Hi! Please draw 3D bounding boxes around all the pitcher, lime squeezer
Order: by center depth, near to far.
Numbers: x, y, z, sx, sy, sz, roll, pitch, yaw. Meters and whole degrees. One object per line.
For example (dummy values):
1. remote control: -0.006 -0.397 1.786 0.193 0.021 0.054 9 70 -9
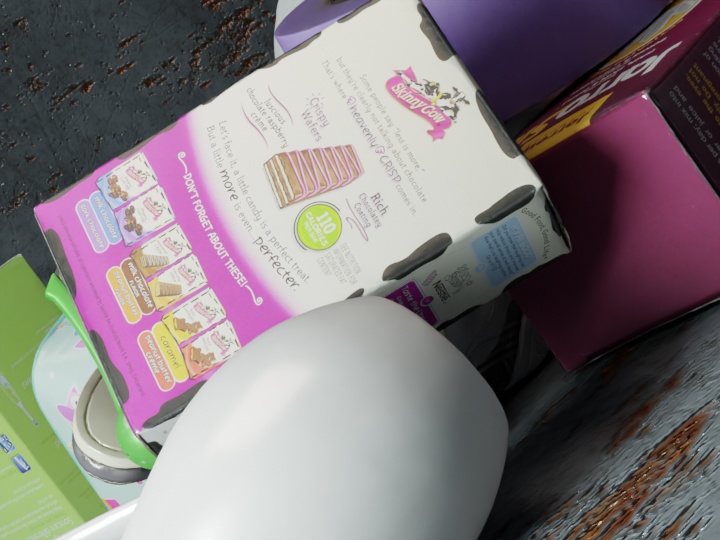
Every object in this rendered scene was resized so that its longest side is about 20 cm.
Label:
1. pitcher: -0.051 0.101 0.789 0.200 0.121 0.171 -45 34 -16
2. lime squeezer: -0.065 0.065 0.910 0.038 0.199 0.071 79 -148 -56

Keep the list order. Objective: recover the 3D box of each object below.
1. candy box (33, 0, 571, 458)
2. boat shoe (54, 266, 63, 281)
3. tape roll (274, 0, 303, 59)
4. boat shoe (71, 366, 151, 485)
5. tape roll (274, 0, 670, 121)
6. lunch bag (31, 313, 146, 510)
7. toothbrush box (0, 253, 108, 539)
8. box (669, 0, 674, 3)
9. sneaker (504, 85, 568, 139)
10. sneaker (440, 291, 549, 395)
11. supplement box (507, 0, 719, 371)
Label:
1. candy box: -0.027 -0.018 0.877 0.199 0.137 0.061 -31 -34 2
2. boat shoe: -0.082 0.012 0.984 0.200 0.072 0.066 23 94 43
3. tape roll: 0.021 -0.127 1.323 0.066 0.202 0.200 -16 -5 -31
4. boat shoe: -0.091 0.072 1.015 0.063 0.072 0.200 -70 -11 24
5. tape roll: 0.060 -0.140 1.054 0.199 0.085 0.200 -30 14 8
6. lunch bag: -0.089 0.049 1.163 0.077 0.161 0.200 0 41 38
7. toothbrush box: -0.209 0.111 1.233 0.145 0.200 0.086 -29 9 48
8. box: 0.110 -0.099 1.174 0.199 0.035 0.110 -31 -18 11
9. sneaker: 0.120 -0.058 1.066 0.075 0.082 0.200 -43 -13 36
10. sneaker: 0.016 0.035 0.968 0.075 0.115 0.200 -31 9 39
11. supplement box: 0.155 -0.061 0.958 0.131 0.103 0.200 -29 11 42
